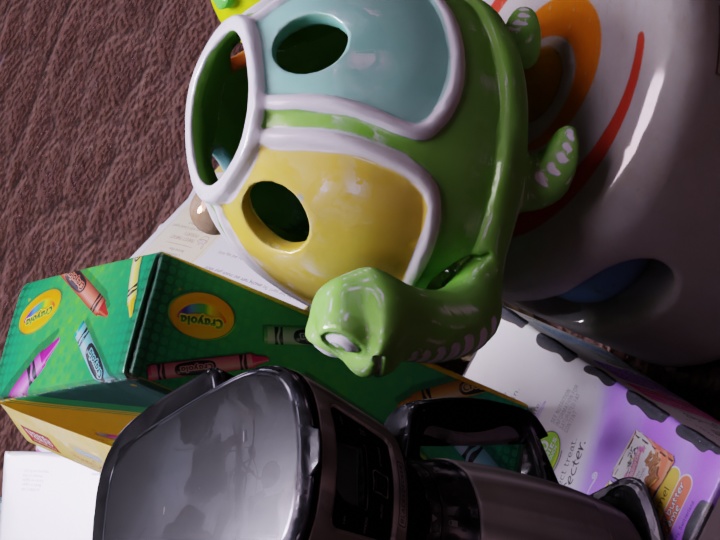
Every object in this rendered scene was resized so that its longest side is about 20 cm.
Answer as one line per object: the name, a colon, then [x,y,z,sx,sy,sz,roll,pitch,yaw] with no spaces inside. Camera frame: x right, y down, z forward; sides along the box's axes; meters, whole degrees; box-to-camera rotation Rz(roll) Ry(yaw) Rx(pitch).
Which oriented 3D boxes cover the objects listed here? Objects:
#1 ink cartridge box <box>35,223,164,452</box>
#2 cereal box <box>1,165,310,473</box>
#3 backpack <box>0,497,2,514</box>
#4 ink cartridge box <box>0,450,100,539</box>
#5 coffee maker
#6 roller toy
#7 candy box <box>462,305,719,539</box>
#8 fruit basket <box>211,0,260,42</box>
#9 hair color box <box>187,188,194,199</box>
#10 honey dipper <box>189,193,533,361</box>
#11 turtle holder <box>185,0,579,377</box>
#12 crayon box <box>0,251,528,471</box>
ink cartridge box: [-0.080,0.110,1.443,0.196,0.043,0.201,37,103,32]
cereal box: [-0.068,0.021,1.365,0.144,0.040,0.200,17,57,48]
backpack: [-0.223,0.228,1.576,0.126,0.167,0.201,2,69,37]
ink cartridge box: [-0.083,0.181,1.361,0.199,0.084,0.177,1,84,35]
coffee maker: [-0.007,0.136,1.097,0.192,0.199,0.135,-51,36,24]
roller toy: [0.121,-0.063,1.214,0.200,0.139,0.183,-58,33,15]
candy box: [0.095,0.129,1.204,0.200,0.071,0.168,35,102,57]
fruit basket: [0.005,-0.157,1.395,0.215,0.215,0.156,-39,42,39]
hair color box: [-0.094,0.066,1.542,0.201,0.065,0.109,-63,32,12]
honey dipper: [0.000,0.000,1.303,0.038,0.199,0.038,-30,48,40]
turtle holder: [-0.001,-0.035,1.139,0.141,0.131,0.186,-25,57,59]
crayon box: [-0.042,0.057,1.196,0.119,0.199,0.059,-12,60,55]
